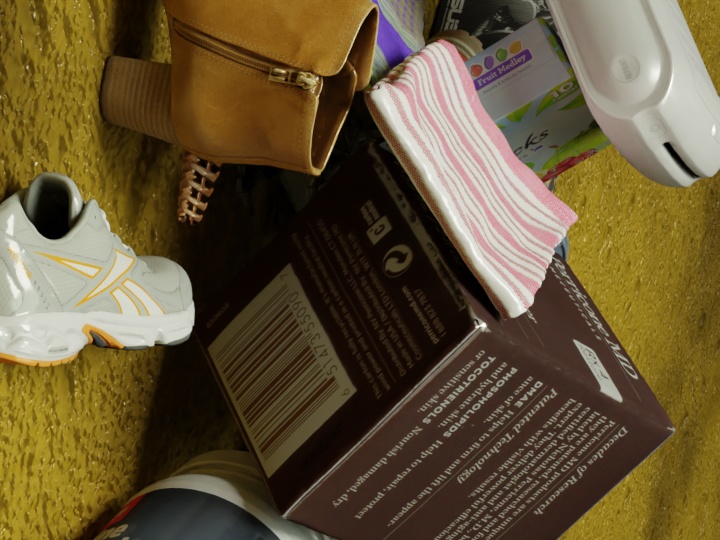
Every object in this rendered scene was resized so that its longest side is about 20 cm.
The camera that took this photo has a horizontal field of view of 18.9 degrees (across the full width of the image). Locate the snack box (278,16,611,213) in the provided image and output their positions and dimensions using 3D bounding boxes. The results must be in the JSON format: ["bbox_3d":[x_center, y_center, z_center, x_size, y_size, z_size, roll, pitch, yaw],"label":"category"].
[{"bbox_3d":[0.063,-0.077,1.426,0.053,0.200,0.142,64,13,22],"label":"snack box"}]

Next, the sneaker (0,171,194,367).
[{"bbox_3d":[-0.143,-0.005,1.116,0.200,0.075,0.092,-11,106,-67],"label":"sneaker"}]

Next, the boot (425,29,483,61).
[{"bbox_3d":[0.067,-0.062,1.562,0.107,0.075,0.201,-45,120,-49],"label":"boot"}]

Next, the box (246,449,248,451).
[{"bbox_3d":[0.013,0.106,1.491,0.159,0.046,0.200,-51,154,-3],"label":"box"}]

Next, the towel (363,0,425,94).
[{"bbox_3d":[0.008,-0.167,1.318,0.144,0.023,0.200,60,17,-30],"label":"towel"}]

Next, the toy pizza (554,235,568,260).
[{"bbox_3d":[0.058,0.022,1.534,0.200,0.032,0.200,-26,153,-14],"label":"toy pizza"}]

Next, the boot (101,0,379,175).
[{"bbox_3d":[-0.055,-0.157,1.157,0.071,0.144,0.202,8,93,-68],"label":"boot"}]

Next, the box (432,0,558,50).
[{"bbox_3d":[0.153,-0.234,1.599,0.048,0.158,0.201,41,63,-64],"label":"box"}]

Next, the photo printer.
[{"bbox_3d":[0.169,-0.151,1.370,0.166,0.069,0.201,31,37,-65],"label":"photo printer"}]

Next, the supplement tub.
[{"bbox_3d":[-0.104,0.203,1.208,0.200,0.140,0.141,-47,141,-53],"label":"supplement tub"}]

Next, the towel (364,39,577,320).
[{"bbox_3d":[0.066,-0.059,1.231,0.147,0.030,0.200,56,17,-5],"label":"towel"}]

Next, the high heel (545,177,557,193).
[{"bbox_3d":[0.155,-0.111,1.760,0.200,0.071,0.143,-46,137,-27],"label":"high heel"}]

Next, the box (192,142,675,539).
[{"bbox_3d":[0.041,0.063,1.273,0.164,0.166,0.200,-45,137,17],"label":"box"}]

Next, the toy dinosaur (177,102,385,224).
[{"bbox_3d":[-0.065,-0.108,1.263,0.200,0.102,0.136,-49,132,-19],"label":"toy dinosaur"}]
